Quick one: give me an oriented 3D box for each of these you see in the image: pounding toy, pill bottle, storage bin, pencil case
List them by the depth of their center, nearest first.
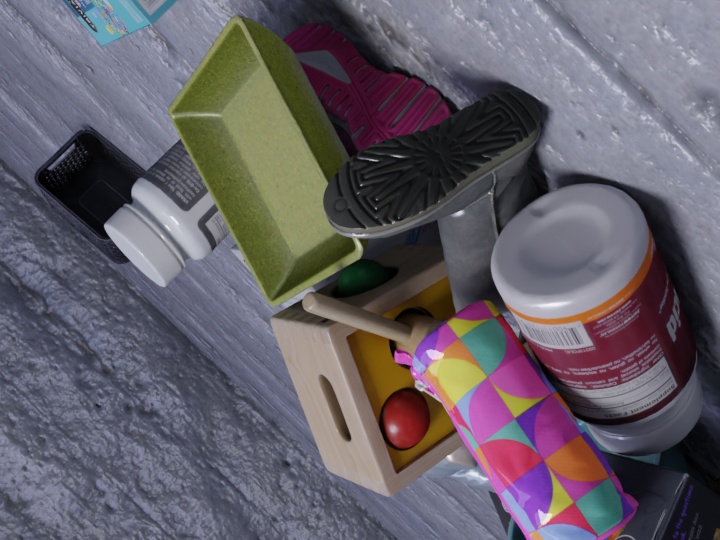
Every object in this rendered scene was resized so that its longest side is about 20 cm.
[{"bbox_3d":[0.114,0.119,0.771,0.201,0.088,0.089,53,168,19],"label":"pencil case"},{"bbox_3d":[0.183,0.044,0.782,0.114,0.114,0.201,24,156,47],"label":"pill bottle"},{"bbox_3d":[0.024,0.068,0.894,0.142,0.183,0.202,6,120,56],"label":"pounding toy"},{"bbox_3d":[-0.180,-0.086,1.165,0.113,0.200,0.113,39,164,14],"label":"pill bottle"},{"bbox_3d":[-0.436,-0.126,1.788,0.199,0.135,0.094,38,163,18],"label":"storage bin"}]

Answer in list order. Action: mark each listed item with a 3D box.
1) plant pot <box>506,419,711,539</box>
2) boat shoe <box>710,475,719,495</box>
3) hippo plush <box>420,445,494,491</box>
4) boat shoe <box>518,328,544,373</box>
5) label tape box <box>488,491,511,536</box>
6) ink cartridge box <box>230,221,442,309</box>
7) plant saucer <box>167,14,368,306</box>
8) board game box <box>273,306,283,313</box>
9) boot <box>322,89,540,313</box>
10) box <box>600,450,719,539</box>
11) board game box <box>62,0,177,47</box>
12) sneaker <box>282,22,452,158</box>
[{"bbox_3d":[0.277,0.264,1.007,0.195,0.201,0.200,38,165,-15],"label":"plant pot"},{"bbox_3d":[0.344,0.185,0.826,0.072,0.068,0.200,36,168,-17],"label":"boat shoe"},{"bbox_3d":[0.119,0.148,1.153,0.158,0.163,0.199,19,158,-28],"label":"hippo plush"},{"bbox_3d":[0.144,0.098,0.895,0.068,0.200,0.075,41,125,-2],"label":"boat shoe"},{"bbox_3d":[0.235,0.296,1.245,0.142,0.066,0.202,-1,115,52],"label":"label tape box"},{"bbox_3d":[0.000,0.000,1.052,0.200,0.145,0.145,48,163,-21],"label":"ink cartridge box"},{"bbox_3d":[-0.068,-0.086,0.862,0.202,0.048,0.200,62,152,0],"label":"plant saucer"},{"bbox_3d":[-0.073,0.072,1.593,0.152,0.040,0.201,34,161,30],"label":"board game box"},{"bbox_3d":[0.069,-0.027,0.799,0.201,0.180,0.073,78,167,-60],"label":"boot"},{"bbox_3d":[0.259,0.239,0.823,0.199,0.107,0.122,35,166,-20],"label":"box"},{"bbox_3d":[-0.282,-0.318,1.104,0.151,0.047,0.199,50,163,-22],"label":"board game box"},{"bbox_3d":[0.011,-0.119,0.867,0.200,0.081,0.088,45,167,27],"label":"sneaker"}]
